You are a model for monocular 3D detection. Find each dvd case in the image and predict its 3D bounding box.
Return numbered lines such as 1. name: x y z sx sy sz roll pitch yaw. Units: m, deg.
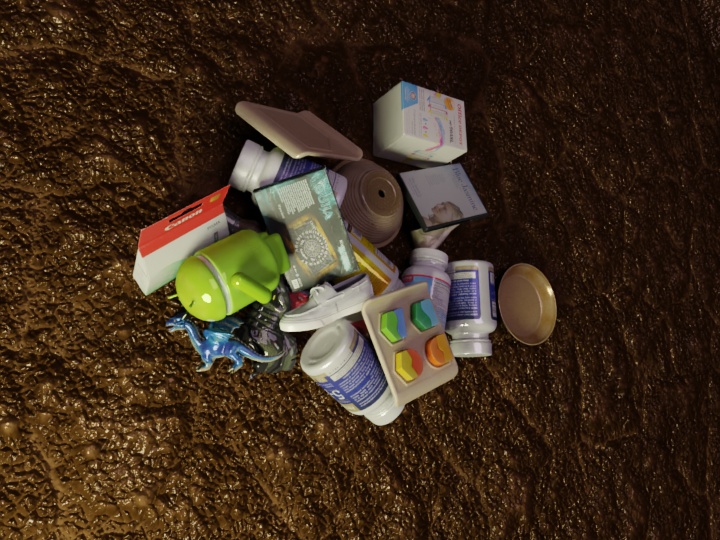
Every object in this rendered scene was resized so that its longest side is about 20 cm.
1. dvd case: 0.184 -0.165 1.270 0.199 0.018 0.143 -16 72 -36

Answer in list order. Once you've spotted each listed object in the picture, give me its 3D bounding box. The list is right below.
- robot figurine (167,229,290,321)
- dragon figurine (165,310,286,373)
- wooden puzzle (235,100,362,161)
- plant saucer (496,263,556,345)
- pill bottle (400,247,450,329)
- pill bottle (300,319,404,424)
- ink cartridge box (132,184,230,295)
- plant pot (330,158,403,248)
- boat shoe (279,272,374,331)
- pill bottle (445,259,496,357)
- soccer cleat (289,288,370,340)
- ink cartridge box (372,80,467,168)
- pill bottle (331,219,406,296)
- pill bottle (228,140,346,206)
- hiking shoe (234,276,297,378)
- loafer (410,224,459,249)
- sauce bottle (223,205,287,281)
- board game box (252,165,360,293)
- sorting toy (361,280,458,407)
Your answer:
1. robot figurine: -0.215 0.007 0.953 0.199 0.175 0.117 -31 116 -33
2. dragon figurine: -0.231 0.114 0.968 0.198 0.059 0.100 1 110 7
3. wooden puzzle: -0.115 -0.258 1.095 0.185 0.037 0.199 40 29 23
4. plant saucer: 0.402 0.084 1.416 0.199 0.035 0.202 8 75 -30
5. pill bottle: 0.132 0.060 1.213 0.108 0.109 0.202 20 69 -26
6. pill bottle: -0.006 0.197 1.077 0.200 0.119 0.120 47 59 -25
7. ink cartridge box: -0.281 -0.046 0.928 0.161 0.200 0.050 -36 90 -31
8. plant pot: 0.020 -0.148 1.201 0.199 0.093 0.203 7 76 -29
9. boat shoe: -0.059 0.054 1.033 0.199 0.072 0.069 -17 105 -28
10. pill bottle: 0.239 0.086 1.266 0.119 0.119 0.202 7 75 -30
11. soccer cleat: -0.060 0.080 1.127 0.199 0.067 0.077 27 35 -18
12. ink cartridge box: 0.142 -0.318 1.293 0.199 0.125 0.130 6 76 -30
13. pill bottle: 0.000 0.000 1.145 0.200 0.109 0.110 42 61 -17
14. pill bottle: -0.137 -0.160 1.075 0.199 0.120 0.121 24 67 -14
15. hiking shoe: -0.178 0.090 1.036 0.100 0.076 0.202 -10 85 -36
16. loafer: 0.183 -0.118 1.303 0.068 0.075 0.200 51 59 -18
17. sauce bottle: -0.187 -0.051 1.068 0.200 0.065 0.065 38 63 -20
18. board game box: -0.093 -0.071 1.025 0.134 0.028 0.201 -18 111 1
19. sorting toy: 0.101 0.130 1.076 0.184 0.036 0.202 -15 86 -43
